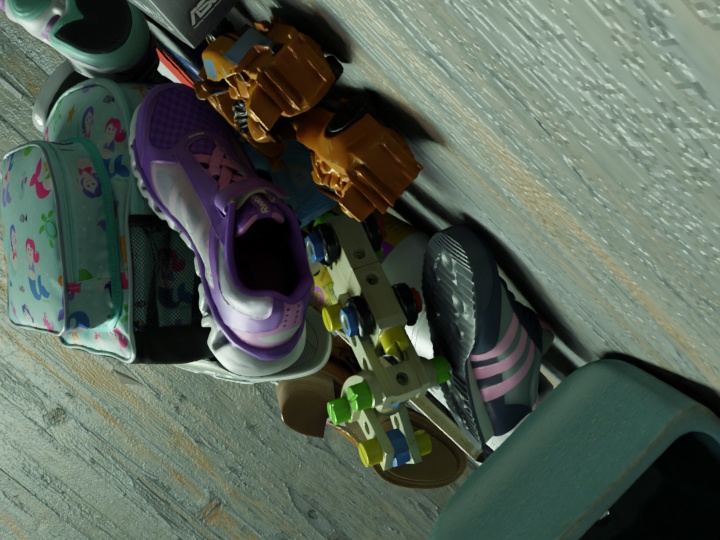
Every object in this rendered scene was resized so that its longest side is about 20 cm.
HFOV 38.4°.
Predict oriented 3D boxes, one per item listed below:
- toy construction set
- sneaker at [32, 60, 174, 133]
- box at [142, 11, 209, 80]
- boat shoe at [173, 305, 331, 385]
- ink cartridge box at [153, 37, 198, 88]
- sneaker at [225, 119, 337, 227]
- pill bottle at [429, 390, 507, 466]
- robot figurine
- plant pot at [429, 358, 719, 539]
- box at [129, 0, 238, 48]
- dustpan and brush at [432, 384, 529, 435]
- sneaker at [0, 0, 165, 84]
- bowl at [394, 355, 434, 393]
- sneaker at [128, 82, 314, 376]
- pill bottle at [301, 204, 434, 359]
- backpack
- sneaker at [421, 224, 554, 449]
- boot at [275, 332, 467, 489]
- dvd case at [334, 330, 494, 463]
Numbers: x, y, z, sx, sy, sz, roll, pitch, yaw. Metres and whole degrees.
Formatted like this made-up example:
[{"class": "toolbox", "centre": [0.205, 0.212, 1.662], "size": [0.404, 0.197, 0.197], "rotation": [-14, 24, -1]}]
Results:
[{"class": "toy construction set", "centre": [-0.008, 0.037, 0.739], "size": [0.201, 0.091, 0.132], "rotation": [50, 154, 22]}, {"class": "sneaker", "centre": [-0.189, -0.134, 0.886], "size": [0.098, 0.072, 0.200], "rotation": [28, -162, 13]}, {"class": "box", "centre": [-0.169, -0.217, 0.810], "size": [0.200, 0.033, 0.121], "rotation": [43, 177, -42]}, {"class": "boat shoe", "centre": [-0.108, 0.055, 0.852], "size": [0.198, 0.076, 0.065], "rotation": [-1, 166, 25]}, {"class": "ink cartridge box", "centre": [-0.216, -0.218, 1.002], "size": [0.201, 0.050, 0.161], "rotation": [55, -174, 39]}, {"class": "sneaker", "centre": [-0.082, -0.081, 0.767], "size": [0.199, 0.090, 0.079], "rotation": [23, 154, 52]}, {"class": "pill bottle", "centre": [0.163, 0.169, 1.164], "size": [0.199, 0.114, 0.113], "rotation": [41, 177, 26]}, {"class": "robot figurine", "centre": [-0.043, -0.094, 0.594], "size": [0.145, 0.058, 0.200], "rotation": [45, 176, -24]}, {"class": "plant pot", "centre": [0.155, 0.174, 0.633], "size": [0.196, 0.196, 0.200], "rotation": [42, -175, -15]}, {"class": "box", "centre": [-0.160, -0.214, 0.540], "size": [0.200, 0.048, 0.158], "rotation": [40, 175, 45]}, {"class": "dustpan and brush", "centre": [0.109, 0.101, 0.845], "size": [0.138, 0.058, 0.198], "rotation": [8, -172, 37]}, {"class": "sneaker", "centre": [-0.231, -0.201, 0.785], "size": [0.200, 0.078, 0.140], "rotation": [42, 176, 10]}, {"class": "bowl", "centre": [0.071, 0.057, 1.010], "size": [0.201, 0.091, 0.201], "rotation": [42, 178, 2]}, {"class": "sneaker", "centre": [-0.081, -0.039, 0.652], "size": [0.203, 0.079, 0.089], "rotation": [64, 153, 13]}, {"class": "pill bottle", "centre": [0.000, 0.000, 0.837], "size": [0.198, 0.105, 0.104], "rotation": [29, 172, 26]}, {"class": "backpack", "centre": [-0.181, -0.039, 0.760], "size": [0.149, 0.204, 0.176], "rotation": [4, 180, -36]}, {"class": "sneaker", "centre": [0.093, 0.035, 0.707], "size": [0.070, 0.081, 0.202], "rotation": [53, 162, 39]}, {"class": "boot", "centre": [0.010, 0.125, 1.012], "size": [0.198, 0.074, 0.155], "rotation": [27, -163, -12]}, {"class": "dvd case", "centre": [0.046, 0.106, 0.952], "size": [0.199, 0.016, 0.149], "rotation": [41, 180, 19]}]
